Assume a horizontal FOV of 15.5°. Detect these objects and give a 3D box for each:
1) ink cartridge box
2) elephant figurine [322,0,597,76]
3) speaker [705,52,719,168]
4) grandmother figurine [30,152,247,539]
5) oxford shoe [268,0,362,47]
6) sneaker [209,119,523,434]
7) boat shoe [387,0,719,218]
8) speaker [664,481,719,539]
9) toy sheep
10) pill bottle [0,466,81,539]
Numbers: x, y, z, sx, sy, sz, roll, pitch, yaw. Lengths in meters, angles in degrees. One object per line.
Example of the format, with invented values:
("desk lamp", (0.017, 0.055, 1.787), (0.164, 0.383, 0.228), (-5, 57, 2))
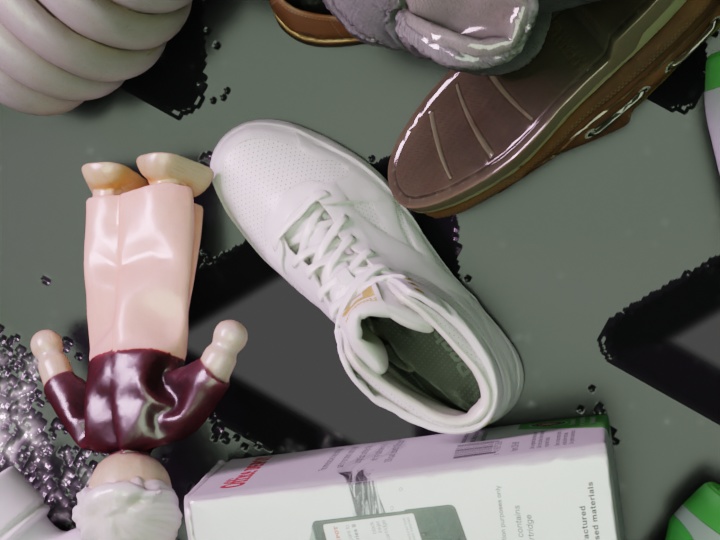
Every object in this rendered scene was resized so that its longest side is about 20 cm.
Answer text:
("ink cartridge box", (0.026, 0.127, 1.271), (0.199, 0.146, 0.084), (-7, 92, 6))
("elephant figurine", (0.047, -0.145, 1.216), (0.200, 0.141, 0.155), (-44, 48, 12))
("speaker", (0.225, -0.014, 1.270), (0.088, 0.088, 0.201), (-13, 91, 6))
("grandmother figurine", (-0.106, 0.046, 1.289), (0.121, 0.060, 0.201), (-10, 69, 39))
("oxford shoe", (0.051, -0.148, 1.297), (0.199, 0.071, 0.072), (-14, 89, 4))
("sneaker", (0.000, 0.000, 1.284), (0.200, 0.116, 0.074), (43, 97, 4))
("boat shoe", (0.104, -0.087, 1.290), (0.200, 0.068, 0.072), (-39, 52, 22))
("speaker", (0.148, 0.206, 1.292), (0.088, 0.088, 0.200), (32, 94, 3))
("toy sheep", (-0.149, -0.145, 1.290), (0.138, 0.138, 0.200), (51, 126, 2))
("pill bottle", (-0.136, 0.198, 1.306), (0.111, 0.111, 0.200), (-42, 88, 5))
